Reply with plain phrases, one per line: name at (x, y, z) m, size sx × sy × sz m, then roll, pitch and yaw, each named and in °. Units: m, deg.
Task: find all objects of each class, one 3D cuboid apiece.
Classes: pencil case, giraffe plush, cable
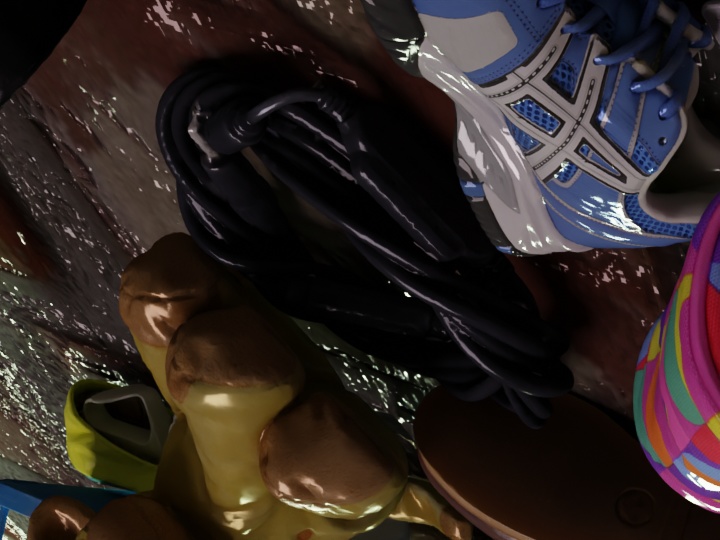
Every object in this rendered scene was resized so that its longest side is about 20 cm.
pencil case at (0.124, 0.024, 0.543) m, size 0.088 × 0.089 × 0.200 m, roll 30°, pitch 171°, yaw 8°
giraffe plush at (-0.067, 0.105, 0.841) m, size 0.173 × 0.162 × 0.200 m, roll 48°, pitch -177°, yaw 36°
cable at (0.000, 0.000, 0.743) m, size 0.200 × 0.051 × 0.163 m, roll 43°, pitch 155°, yaw -23°

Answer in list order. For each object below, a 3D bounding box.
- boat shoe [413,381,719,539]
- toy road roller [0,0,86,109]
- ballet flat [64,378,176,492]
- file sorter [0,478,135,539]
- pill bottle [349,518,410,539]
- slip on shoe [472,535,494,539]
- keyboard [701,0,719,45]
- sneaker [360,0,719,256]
boat shoe at (0.112, 0.110, 0.786) m, size 0.199 × 0.071 × 0.070 m, roll 25°, pitch 152°, yaw 20°
toy road roller at (-0.107, -0.145, 0.550) m, size 0.123 × 0.146 × 0.200 m, roll 41°, pitch -167°, yaw -19°
ballet flat at (-0.104, 0.102, 1.074) m, size 0.199 × 0.067 × 0.067 m, roll 11°, pitch 120°, yaw 44°
file sorter at (-0.109, 0.202, 1.090) m, size 0.138 × 0.123 × 0.199 m, roll 14°, pitch 180°, yaw 39°
pill bottle at (-0.010, 0.209, 1.001) m, size 0.112 × 0.112 × 0.201 m, roll 19°, pitch 130°, yaw 30°
slip on shoe at (0.080, 0.225, 1.017) m, size 0.060 × 0.076 × 0.201 m, roll 2°, pitch 124°, yaw 9°
keyboard at (0.165, -0.010, 0.559) m, size 0.056 × 0.011 × 0.200 m, roll 8°, pitch 147°, yaw 45°
sneaker at (0.056, -0.072, 0.518) m, size 0.077 × 0.076 × 0.200 m, roll 6°, pitch 154°, yaw 29°
